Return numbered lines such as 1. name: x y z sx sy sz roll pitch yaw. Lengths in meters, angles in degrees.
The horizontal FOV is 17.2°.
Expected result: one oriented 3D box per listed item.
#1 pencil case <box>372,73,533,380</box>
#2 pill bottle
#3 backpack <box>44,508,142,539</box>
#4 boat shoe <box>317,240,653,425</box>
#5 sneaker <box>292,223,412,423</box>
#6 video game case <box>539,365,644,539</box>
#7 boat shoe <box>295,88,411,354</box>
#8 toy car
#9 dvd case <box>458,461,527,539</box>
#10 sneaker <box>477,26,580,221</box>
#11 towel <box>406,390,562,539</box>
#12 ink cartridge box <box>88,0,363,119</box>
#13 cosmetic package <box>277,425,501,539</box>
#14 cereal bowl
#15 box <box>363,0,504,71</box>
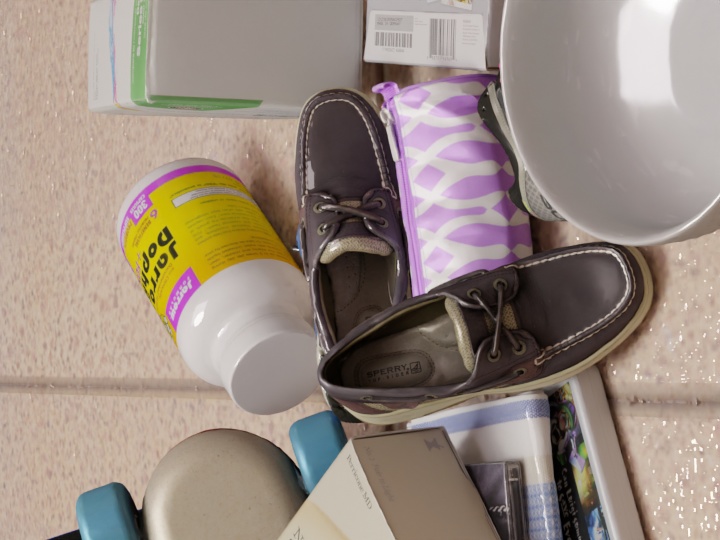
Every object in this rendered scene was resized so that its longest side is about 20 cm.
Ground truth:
1. pencil case: 0.060 -0.023 1.425 0.084 0.085 0.201 -28 67 61
2. pill bottle: -0.095 0.013 1.688 0.200 0.104 0.104 55 136 46
3. backpack: -0.167 0.305 1.781 0.168 0.162 0.200 78 169 -52
4. boat shoe: 0.068 0.036 1.338 0.200 0.065 0.072 -20 78 20
5. sneaker: 0.000 0.000 1.563 0.089 0.078 0.201 175 97 -76
6. video game case: 0.112 0.182 1.401 0.182 0.023 0.200 -46 51 53
7. boat shoe: -0.002 -0.016 1.473 0.065 0.072 0.201 38 -133 -87
8. toy car: -0.077 0.196 1.633 0.200 0.184 0.177 67 -176 -86
9. dvd case: 0.041 0.194 1.441 0.200 0.016 0.149 -12 82 58
10. sneaker: 0.105 -0.118 1.350 0.087 0.074 0.201 -12 85 55
11. towel: 0.081 0.175 1.412 0.147 0.024 0.201 -21 74 58
12. ink cartridge box: -0.096 -0.147 1.605 0.200 0.145 0.088 -179 90 -73
13. cosmetic package: 0.000 0.193 1.422 0.200 0.073 0.104 -58 47 41
14. cereal bowl: 0.164 -0.112 1.220 0.200 0.083 0.201 2 93 53
15. box: 0.058 -0.226 1.467 0.156 0.041 0.201 12 102 61
